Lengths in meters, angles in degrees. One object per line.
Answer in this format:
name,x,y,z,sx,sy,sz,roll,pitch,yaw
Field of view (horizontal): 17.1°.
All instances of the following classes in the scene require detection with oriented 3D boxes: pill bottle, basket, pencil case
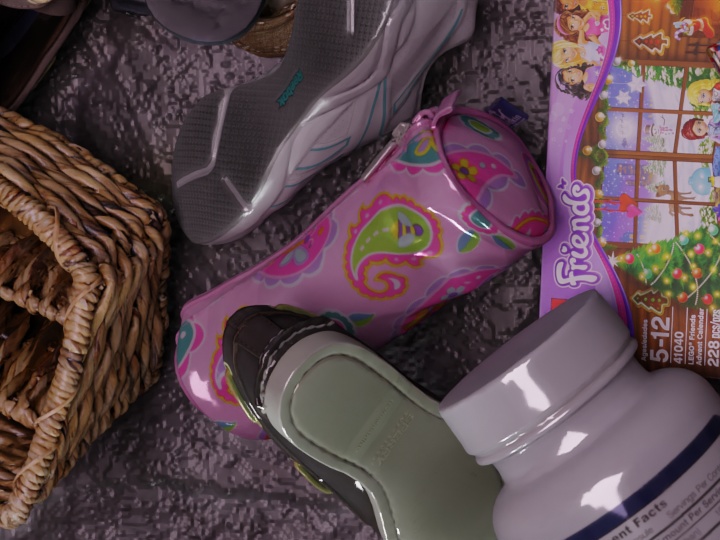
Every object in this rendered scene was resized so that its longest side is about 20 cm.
pill bottle,0.130,0.113,1.072,0.120,0.120,0.200,-37,93,18
basket,-0.209,0.008,1.167,0.200,0.149,0.143,21,127,18
pencil case,0.000,0.000,1.131,0.200,0.087,0.087,-39,81,30

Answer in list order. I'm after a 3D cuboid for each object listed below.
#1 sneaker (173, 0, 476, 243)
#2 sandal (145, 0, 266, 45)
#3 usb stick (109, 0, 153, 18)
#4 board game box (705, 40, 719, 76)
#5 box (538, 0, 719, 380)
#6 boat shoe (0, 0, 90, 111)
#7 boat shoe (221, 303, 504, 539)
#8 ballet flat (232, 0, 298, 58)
sneaker,-0.018,-0.075,1.147,0.200,0.080,0.070,-43,58,37
sandal,-0.050,-0.202,1.098,0.076,0.043,0.200,9,88,1
usb stick,-0.078,-0.217,1.146,0.055,0.033,0.200,16,95,33
board game box,0.264,-0.047,1.042,0.151,0.046,0.200,-29,91,7
box,0.156,-0.050,1.111,0.137,0.039,0.200,4,96,20
boat shoe,-0.157,-0.146,1.166,0.200,0.072,0.060,-46,63,44
boat shoe,0.007,0.076,1.112,0.072,0.201,0.061,-49,47,-7
ballet flat,0.001,-0.180,1.142,0.071,0.065,0.200,45,106,18
